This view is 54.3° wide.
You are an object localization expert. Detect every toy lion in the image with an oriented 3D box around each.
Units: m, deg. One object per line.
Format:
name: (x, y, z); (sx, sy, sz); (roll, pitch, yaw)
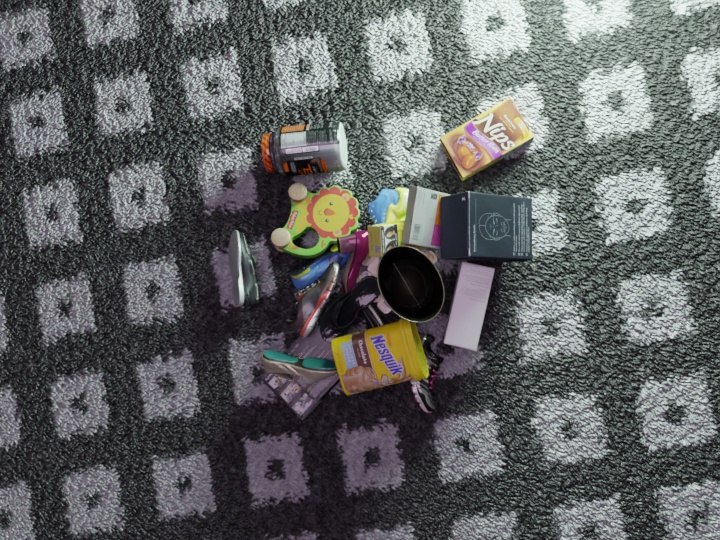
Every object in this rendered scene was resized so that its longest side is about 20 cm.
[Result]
toy lion: (-0.103, -0.121, 1.750); (0.191, 0.069, 0.201); (19, 77, 5)

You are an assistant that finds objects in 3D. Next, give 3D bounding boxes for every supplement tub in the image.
supplement tub: (-0.138, -0.300, 1.744); (0.199, 0.123, 0.123); (-5, 87, 8)

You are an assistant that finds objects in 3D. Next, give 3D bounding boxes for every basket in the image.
basket: (0.112, 0.036, 1.640); (0.136, 0.200, 0.181); (-32, 86, -1)

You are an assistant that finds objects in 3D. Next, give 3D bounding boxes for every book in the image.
book: (0.193, -0.114, 1.671); (0.199, 0.048, 0.134); (9, 89, -35)

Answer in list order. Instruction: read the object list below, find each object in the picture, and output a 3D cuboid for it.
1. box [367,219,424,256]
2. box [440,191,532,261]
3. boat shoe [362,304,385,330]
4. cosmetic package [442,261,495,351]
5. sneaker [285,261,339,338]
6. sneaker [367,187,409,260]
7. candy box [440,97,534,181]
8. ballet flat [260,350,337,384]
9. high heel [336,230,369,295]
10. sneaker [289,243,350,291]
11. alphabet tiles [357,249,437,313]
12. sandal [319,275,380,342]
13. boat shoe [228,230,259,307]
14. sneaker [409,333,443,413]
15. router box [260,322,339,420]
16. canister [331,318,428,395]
box: (0.107, -0.082, 1.668); (0.050, 0.199, 0.076); (8, 105, 49)
box: (0.295, -0.098, 1.642); (0.199, 0.107, 0.149); (3, 87, -32)
boat shoe: (0.042, 0.163, 1.728); (0.067, 0.072, 0.201); (-28, 87, 1)
cosmetic package: (0.258, 0.085, 1.687); (0.084, 0.108, 0.201); (12, 91, 7)
sneaker: (-0.119, 0.061, 1.704); (0.082, 0.077, 0.201); (27, 86, 3)
sneaker: (0.061, -0.111, 1.736); (0.105, 0.076, 0.201); (16, 83, 24)
candy box: (0.309, -0.321, 1.723); (0.199, 0.056, 0.117); (-30, 84, 4)
ballet flat: (-0.146, 0.241, 1.706); (0.199, 0.069, 0.070); (10, 89, 12)
high heel: (0.000, 0.000, 1.727); (0.096, 0.067, 0.201); (-11, 120, -12)
sneaker: (-0.080, -0.013, 1.764); (0.200, 0.066, 0.079); (-31, 120, -5)
alphabet tiles: (0.088, 0.001, 1.758); (0.200, 0.015, 0.196); (44, 93, 7)
sandal: (-0.031, 0.094, 1.690); (0.075, 0.048, 0.201); (40, 103, -6)
boat shoe: (-0.295, -0.004, 1.785); (0.060, 0.076, 0.201); (2, 76, -30)
sneaker: (0.164, 0.243, 1.708); (0.087, 0.074, 0.201); (-14, 81, 12)
router box: (-0.128, 0.249, 1.755); (0.149, 0.051, 0.200); (44, 93, 9)
canister: (0.044, 0.204, 1.657); (0.199, 0.087, 0.149); (-16, 91, 13)
